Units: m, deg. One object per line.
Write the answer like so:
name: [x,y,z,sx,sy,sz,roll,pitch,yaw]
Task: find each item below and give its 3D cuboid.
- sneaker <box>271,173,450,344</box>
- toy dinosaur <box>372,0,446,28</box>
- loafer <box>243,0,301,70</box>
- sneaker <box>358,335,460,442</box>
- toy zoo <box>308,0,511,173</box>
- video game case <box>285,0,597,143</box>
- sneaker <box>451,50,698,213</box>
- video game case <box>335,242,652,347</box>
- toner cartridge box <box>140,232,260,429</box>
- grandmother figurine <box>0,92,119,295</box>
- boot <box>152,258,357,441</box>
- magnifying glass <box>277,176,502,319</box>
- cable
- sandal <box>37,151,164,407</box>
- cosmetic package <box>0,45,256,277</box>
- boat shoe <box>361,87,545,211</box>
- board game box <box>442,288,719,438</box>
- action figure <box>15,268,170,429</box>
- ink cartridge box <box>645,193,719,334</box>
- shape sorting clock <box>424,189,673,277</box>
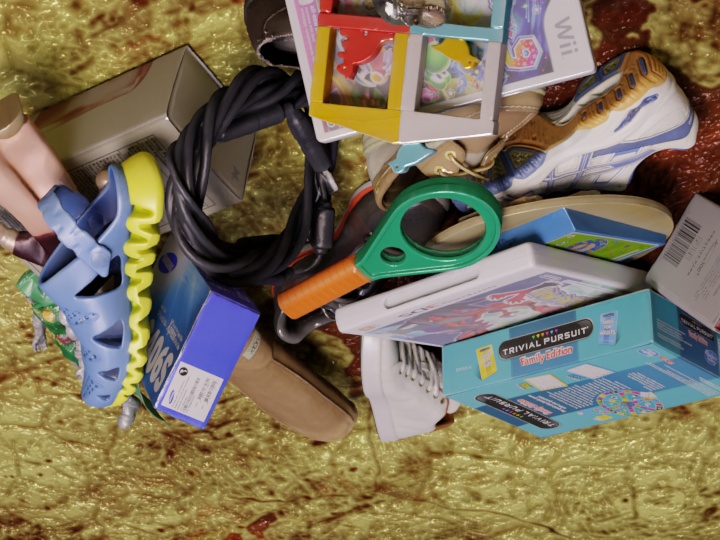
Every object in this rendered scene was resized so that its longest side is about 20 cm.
sneaker: [0.000,0.000,1.517,0.077,0.082,0.200,30,133,-23]
toy dinosaur: [-0.016,-0.241,1.250,0.199,0.047,0.088,37,107,14]
loafer: [0.010,-0.154,1.361,0.198,0.072,0.073,8,137,-1]
sneaker: [0.043,0.081,1.605,0.084,0.073,0.200,-7,153,6]
toy zoo: [0.035,-0.166,1.271,0.130,0.020,0.202,7,94,14]
video game case: [0.049,-0.180,1.287,0.198,0.145,0.018,-13,178,14]
sneaker: [0.161,-0.081,1.415,0.199,0.076,0.088,-27,128,32]
video game case: [0.108,0.025,1.492,0.181,0.023,0.199,-20,163,32]
toner cartridge box: [-0.131,0.041,1.415,0.043,0.200,0.096,26,95,-18]
grandmother figurine: [-0.227,-0.037,1.402,0.120,0.061,0.200,-11,132,32]
boot: [-0.115,0.073,1.614,0.174,0.066,0.200,26,169,36]
magnifying glass: [0.019,-0.012,1.400,0.199,0.023,0.080,-29,126,31]
cable: [-0.071,-0.070,1.379,0.051,0.165,0.199,21,-174,32]
sandal: [-0.193,0.007,1.368,0.086,0.080,0.202,-1,115,-16]
cosmetic package: [-0.191,-0.080,1.455,0.199,0.088,0.104,-19,130,27]
boat shoe: [0.070,-0.091,1.377,0.073,0.067,0.200,3,166,-28]
board game box: [0.190,0.080,1.550,0.199,0.047,0.151,-17,152,34]
action figure: [-0.238,0.058,1.581,0.118,0.055,0.201,30,159,35]
ink cartridge box: [0.345,0.041,1.436,0.199,0.176,0.084,28,98,-21]
shape sorting clock: [0.143,-0.023,1.461,0.198,0.040,0.200,-10,166,-2]
